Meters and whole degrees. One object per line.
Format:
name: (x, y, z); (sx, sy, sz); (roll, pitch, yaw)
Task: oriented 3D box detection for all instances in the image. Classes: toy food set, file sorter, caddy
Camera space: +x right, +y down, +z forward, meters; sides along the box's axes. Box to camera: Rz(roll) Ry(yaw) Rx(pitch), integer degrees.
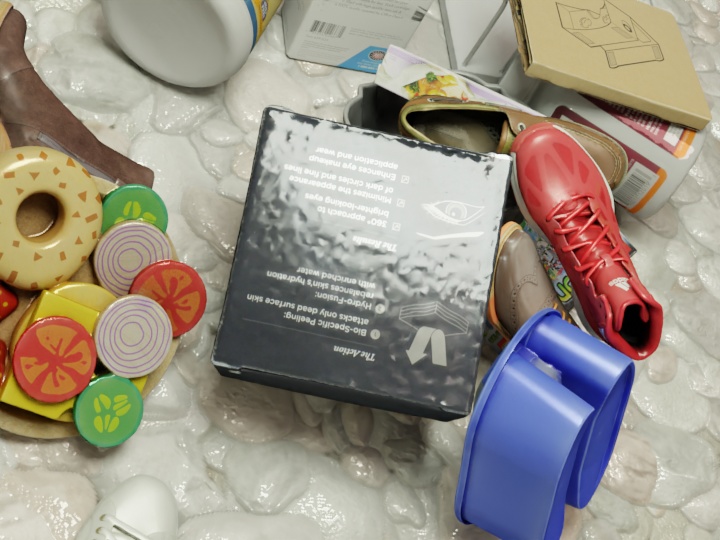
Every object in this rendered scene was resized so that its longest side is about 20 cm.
toy food set: (-0.211, 0.024, 0.834); (0.196, 0.048, 0.202); (25, 81, -31)
file sorter: (0.203, -0.283, 1.232); (0.197, 0.125, 0.140); (7, 58, -23)
caddy: (0.133, 0.125, 0.897); (0.104, 0.202, 0.141); (26, 44, 24)

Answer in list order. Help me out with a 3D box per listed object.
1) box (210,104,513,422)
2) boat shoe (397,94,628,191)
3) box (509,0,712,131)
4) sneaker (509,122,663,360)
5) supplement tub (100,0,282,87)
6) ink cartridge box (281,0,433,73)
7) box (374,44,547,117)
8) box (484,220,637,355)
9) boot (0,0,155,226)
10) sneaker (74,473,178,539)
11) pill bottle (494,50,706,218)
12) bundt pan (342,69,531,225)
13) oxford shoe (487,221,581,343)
box: (0.000, 0.000, 0.897); (0.194, 0.117, 0.203); (12, 80, -3)
boat shoe: (0.126, -0.100, 0.966); (0.197, 0.068, 0.073); (12, 95, 11)
box: (0.234, -0.221, 1.105); (0.198, 0.021, 0.165); (13, 48, -20)
sneaker: (0.188, -0.021, 0.900); (0.078, 0.116, 0.201); (-32, 106, 1)
supplement tub: (-0.135, -0.283, 1.054); (0.143, 0.145, 0.201); (29, 53, -7)
ink cartridge box: (0.011, -0.282, 1.090); (0.114, 0.200, 0.067); (7, 57, -22)
box: (0.108, -0.144, 1.027); (0.198, 0.039, 0.041); (27, 14, 12)
box: (0.170, -0.007, 1.100); (0.110, 0.035, 0.199); (48, 52, 9)
boot: (-0.243, -0.106, 0.910); (0.165, 0.072, 0.202); (23, 51, -27)
sneaker: (-0.171, 0.216, 0.768); (0.072, 0.085, 0.201); (28, 51, -5)
pill bottle: (0.231, -0.150, 1.142); (0.199, 0.114, 0.115); (33, 52, -1)
bundt pan: (0.075, -0.097, 1.065); (0.199, 0.076, 0.204); (6, 48, -7)
oxford shoe: (0.158, 0.042, 0.966); (0.072, 0.201, 0.071); (16, 54, 39)
